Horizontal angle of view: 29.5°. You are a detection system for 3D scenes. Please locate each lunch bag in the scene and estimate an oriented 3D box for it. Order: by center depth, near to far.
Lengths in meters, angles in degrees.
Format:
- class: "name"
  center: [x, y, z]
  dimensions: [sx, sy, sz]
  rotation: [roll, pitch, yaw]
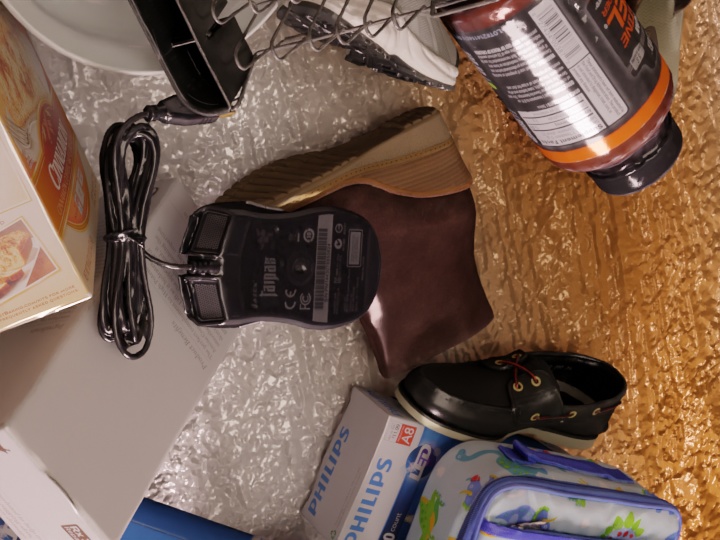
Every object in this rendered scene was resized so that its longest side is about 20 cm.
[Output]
- class: "lunch bag"
  center: [0.123, 0.206, 0.962]
  dimensions: [0.198, 0.082, 0.162]
  rotation: [16, 101, -33]

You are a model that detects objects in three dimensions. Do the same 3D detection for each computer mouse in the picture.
- class: "computer mouse"
  center: [-0.072, -0.031, 0.787]
  dimensions: [0.199, 0.046, 0.142]
  rotation: [-7, 98, -40]

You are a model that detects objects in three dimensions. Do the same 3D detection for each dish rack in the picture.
- class: "dish rack"
  center: [-0.029, -0.171, 0.673]
  dimensions: [0.154, 0.198, 0.055]
  rotation: [64, 34, -27]

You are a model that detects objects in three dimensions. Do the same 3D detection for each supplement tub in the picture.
- class: "supplement tub"
  center: [0.142, -0.141, 0.925]
  dimensions: [0.107, 0.107, 0.200]
  rotation: [-49, 123, -8]

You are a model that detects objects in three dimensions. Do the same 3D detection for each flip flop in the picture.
- class: "flip flop"
  center: [0.209, -0.204, 0.972]
  dimensions: [0.080, 0.057, 0.202]
  rotation: [-15, 112, -25]

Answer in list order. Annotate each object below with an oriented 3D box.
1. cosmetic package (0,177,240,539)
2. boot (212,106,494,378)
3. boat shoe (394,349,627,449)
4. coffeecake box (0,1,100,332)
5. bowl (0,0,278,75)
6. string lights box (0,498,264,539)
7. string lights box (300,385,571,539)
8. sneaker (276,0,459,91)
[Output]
- class: "cosmetic package"
  center: [-0.145, 0.051, 0.780]
  dimensions: [0.102, 0.073, 0.201]
  rotation: [57, 42, -28]
- class: "boot"
  center: [0.000, 0.000, 0.904]
  dimensions: [0.199, 0.072, 0.168]
  rotation: [-25, 114, -25]
- class: "boat shoe"
  center: [0.110, 0.085, 0.987]
  dimensions: [0.200, 0.074, 0.063]
  rotation: [9, 123, -38]
- class: "coffeecake box"
  center: [-0.208, -0.090, 0.702]
  dimensions: [0.072, 0.154, 0.201]
  rotation: [-21, 116, 2]
- class: "bowl"
  center: [-0.131, -0.213, 0.754]
  dimensions: [0.199, 0.090, 0.203]
  rotation: [-9, 108, -28]
- class: "string lights box"
  center: [-0.151, 0.188, 0.819]
  dimensions: [0.198, 0.059, 0.104]
  rotation: [19, 94, 3]
- class: "string lights box"
  center: [0.066, 0.162, 0.999]
  dimensions: [0.199, 0.059, 0.104]
  rotation: [19, 98, -33]
- class: "sneaker"
  center: [0.020, -0.160, 0.823]
  dimensions: [0.200, 0.073, 0.080]
  rotation: [17, 91, -70]
